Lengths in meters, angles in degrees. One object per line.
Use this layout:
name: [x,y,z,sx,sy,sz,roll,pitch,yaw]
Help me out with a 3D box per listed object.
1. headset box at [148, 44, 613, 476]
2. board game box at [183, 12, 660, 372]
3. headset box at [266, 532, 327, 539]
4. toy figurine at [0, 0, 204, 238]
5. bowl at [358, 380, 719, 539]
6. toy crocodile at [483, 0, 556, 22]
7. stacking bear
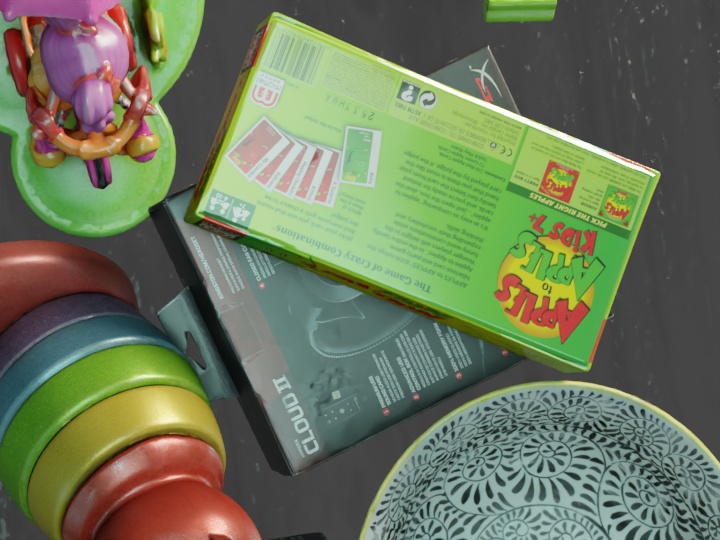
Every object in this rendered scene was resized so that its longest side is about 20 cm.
headset box: [0.000,0.000,1.335,0.200,0.077,0.149,-27,93,-9]
board game box: [0.029,-0.035,1.279,0.199,0.048,0.102,22,84,-9]
headset box: [-0.086,0.229,1.326,0.199,0.093,0.175,-7,92,-6]
toy figurine: [-0.139,-0.114,1.276,0.150,0.184,0.201,-12,92,-5]
bowl: [0.090,0.154,1.343,0.200,0.094,0.202,0,90,-5]
toy crocodile: [0.074,-0.224,1.363,0.067,0.062,0.201,-6,95,-6]
stacking bear: [-0.114,0.092,1.266,0.113,0.200,0.122,-8,135,-33]
